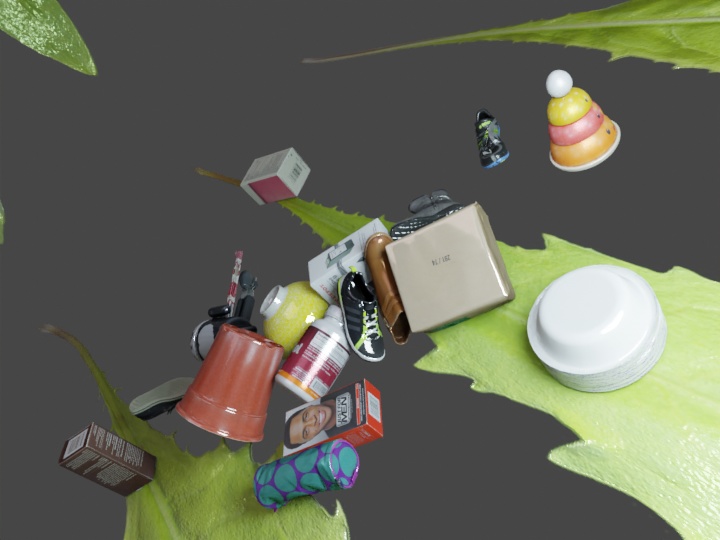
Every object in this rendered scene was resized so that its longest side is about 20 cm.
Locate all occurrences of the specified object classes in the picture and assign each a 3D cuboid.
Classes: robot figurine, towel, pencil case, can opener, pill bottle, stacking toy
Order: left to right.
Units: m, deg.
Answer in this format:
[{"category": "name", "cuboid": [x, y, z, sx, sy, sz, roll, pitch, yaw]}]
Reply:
[{"category": "robot figurine", "cuboid": [-0.352, 0.183, 1.434, 0.198, 0.125, 0.152, -8, 48, 38]}, {"category": "towel", "cuboid": [-0.364, 0.062, 1.580, 0.145, 0.022, 0.202, 110, 165, -44]}, {"category": "can opener", "cuboid": [-0.335, 0.083, 1.566, 0.053, 0.067, 0.202, -26, 36, 23]}, {"category": "pencil case", "cuboid": [-0.101, 0.382, 1.028, 0.198, 0.093, 0.085, -25, 6, 26]}, {"category": "pill bottle", "cuboid": [-0.085, 0.181, 1.190, 0.112, 0.113, 0.201, 13, 63, 49]}, {"category": "stacking toy", "cuboid": [0.424, -0.314, 1.117, 0.145, 0.200, 0.147, -25, 40, 23]}]

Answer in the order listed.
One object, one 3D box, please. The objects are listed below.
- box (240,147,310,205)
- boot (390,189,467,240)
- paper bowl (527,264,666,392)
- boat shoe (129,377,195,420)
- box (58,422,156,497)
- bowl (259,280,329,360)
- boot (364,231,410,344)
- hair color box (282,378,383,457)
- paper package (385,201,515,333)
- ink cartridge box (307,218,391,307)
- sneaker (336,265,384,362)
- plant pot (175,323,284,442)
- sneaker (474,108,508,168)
[{"category": "box", "cuboid": [-0.289, -0.316, 1.886, 0.198, 0.109, 0.129, -6, 50, 41]}, {"category": "boot", "cuboid": [0.140, -0.122, 1.285, 0.197, 0.071, 0.132, -17, 31, -16]}, {"category": "paper bowl", "cuboid": [0.361, 0.078, 0.871, 0.199, 0.104, 0.203, -25, 41, 24]}, {"category": "boat shoe", "cuboid": [-0.518, 0.346, 1.489, 0.198, 0.063, 0.075, -24, 33, 1]}, {"category": "box", "cuboid": [-0.603, 0.458, 1.338, 0.099, 0.200, 0.075, -32, 35, 14]}, {"category": "bowl", "cuboid": [-0.173, 0.097, 1.317, 0.200, 0.107, 0.201, -45, 22, 23]}, {"category": "boot", "cuboid": [0.064, 0.036, 1.131, 0.073, 0.202, 0.155, -15, 34, -1]}, {"category": "hair color box", "cuboid": [-0.056, 0.300, 1.086, 0.198, 0.061, 0.102, -28, 39, 21]}, {"category": "paper package", "cuboid": [0.173, 0.003, 1.065, 0.198, 0.103, 0.193, -24, 72, 23]}, {"category": "ink cartridge box", "cuboid": [0.000, 0.000, 1.261, 0.199, 0.146, 0.085, -32, 38, 17]}, {"category": "sneaker", "cuboid": [0.003, 0.090, 1.143, 0.071, 0.202, 0.083, -17, -12, -30]}, {"category": "plant pot", "cuboid": [-0.266, 0.231, 1.195, 0.200, 0.199, 0.198, 16, 83, 50]}, {"category": "sneaker", "cuboid": [0.305, -0.318, 1.337, 0.070, 0.083, 0.201, -24, 40, 25]}]
